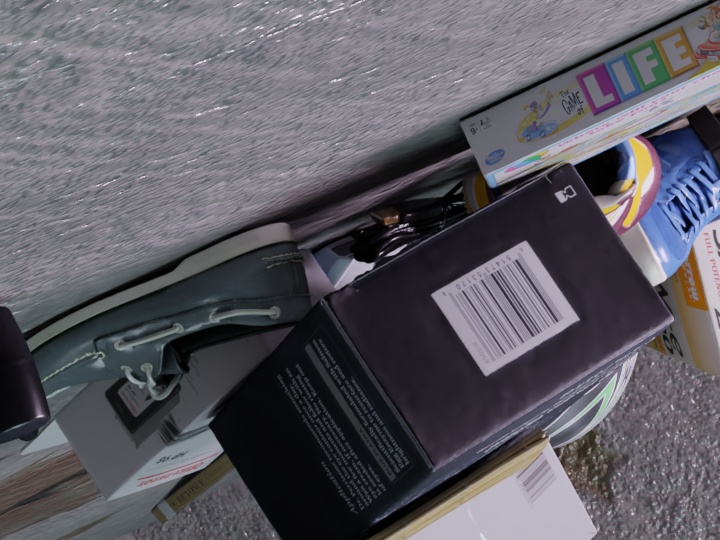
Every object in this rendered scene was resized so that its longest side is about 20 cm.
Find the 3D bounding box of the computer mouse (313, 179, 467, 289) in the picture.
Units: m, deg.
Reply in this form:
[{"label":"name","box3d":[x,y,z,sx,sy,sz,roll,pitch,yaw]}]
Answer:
[{"label":"computer mouse","box3d":[0.000,0.000,1.497,0.109,0.044,0.200,-21,173,-39]}]

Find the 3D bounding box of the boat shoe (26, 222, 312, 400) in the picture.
[{"label":"boat shoe","box3d":[-0.118,0.040,1.286,0.199,0.062,0.073,-26,173,11]}]

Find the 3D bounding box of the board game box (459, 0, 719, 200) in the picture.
[{"label":"board game box","box3d":[0.156,-0.103,1.278,0.199,0.034,0.134,-25,174,3]}]

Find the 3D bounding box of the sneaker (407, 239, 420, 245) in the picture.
[{"label":"sneaker","box3d":[-0.007,0.022,1.613,0.086,0.078,0.200,4,150,-45]}]

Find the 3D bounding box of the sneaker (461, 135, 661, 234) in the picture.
[{"label":"sneaker","box3d":[0.156,-0.059,1.460,0.090,0.075,0.199,-23,178,40]}]

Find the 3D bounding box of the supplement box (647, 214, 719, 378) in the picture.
[{"label":"supplement box","box3d":[0.251,-0.002,1.762,0.073,0.127,0.200,-22,-163,-17]}]

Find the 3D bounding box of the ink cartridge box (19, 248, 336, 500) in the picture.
[{"label":"ink cartridge box","box3d":[-0.108,0.076,1.415,0.200,0.067,0.116,-42,166,27]}]

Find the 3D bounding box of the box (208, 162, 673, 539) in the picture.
[{"label":"box","box3d":[0.044,0.061,1.320,0.196,0.118,0.200,-28,170,-32]}]

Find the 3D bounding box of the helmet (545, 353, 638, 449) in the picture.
[{"label":"helmet","box3d":[0.121,0.038,1.703,0.189,0.202,0.200,-8,-179,23]}]

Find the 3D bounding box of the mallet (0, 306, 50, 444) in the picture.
[{"label":"mallet","box3d":[-0.183,0.077,1.200,0.041,0.066,0.200,-21,163,-8]}]

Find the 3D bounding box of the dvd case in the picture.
[{"label":"dvd case","box3d":[-0.051,0.087,1.529,0.200,0.016,0.149,-40,-176,44]}]

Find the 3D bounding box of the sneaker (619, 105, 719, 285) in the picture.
[{"label":"sneaker","box3d":[0.237,-0.059,1.613,0.111,0.077,0.200,-24,-167,16]}]

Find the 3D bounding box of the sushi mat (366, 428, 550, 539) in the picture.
[{"label":"sushi mat","box3d":[0.022,0.152,1.302,0.199,0.012,0.096,-31,168,-14]}]

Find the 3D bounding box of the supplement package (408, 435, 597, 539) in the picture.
[{"label":"supplement package","box3d":[0.049,0.153,1.561,0.156,0.111,0.200,-43,135,-14]}]
